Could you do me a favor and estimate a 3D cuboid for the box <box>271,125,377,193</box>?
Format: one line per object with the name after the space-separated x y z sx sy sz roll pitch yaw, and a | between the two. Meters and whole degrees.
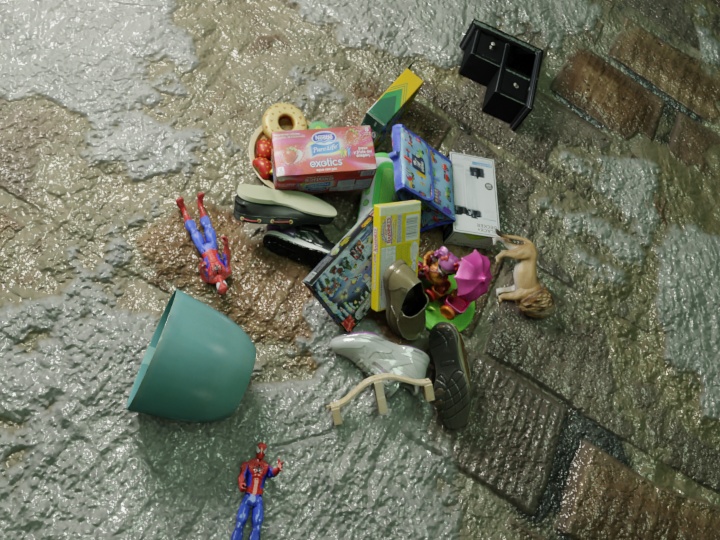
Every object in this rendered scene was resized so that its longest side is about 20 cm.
-0.075 -0.214 1.228 0.197 0.100 0.097 -6 75 -10 | box

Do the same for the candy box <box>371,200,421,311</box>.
0.068 -0.028 1.194 0.101 0.026 0.203 -9 110 -33 | candy box

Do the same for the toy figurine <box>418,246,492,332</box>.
0.176 0.009 1.230 0.200 0.184 0.150 42 62 4 | toy figurine

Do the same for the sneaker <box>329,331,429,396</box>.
0.035 0.176 1.174 0.197 0.075 0.101 17 67 -9 | sneaker

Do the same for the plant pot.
-0.267 0.155 1.027 0.159 0.200 0.203 25 62 -18 | plant pot

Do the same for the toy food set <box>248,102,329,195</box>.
-0.135 -0.247 1.318 0.196 0.049 0.202 27 62 -5 | toy food set

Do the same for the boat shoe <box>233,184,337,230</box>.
-0.143 -0.114 1.196 0.198 0.064 0.074 7 31 -23 | boat shoe

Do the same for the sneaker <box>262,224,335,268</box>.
-0.086 -0.058 1.240 0.198 0.076 0.088 25 57 -6 | sneaker

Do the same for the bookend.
0.331 -0.483 1.544 0.197 0.092 0.201 22 63 -6 | bookend

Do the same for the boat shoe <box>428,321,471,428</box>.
0.183 0.199 1.209 0.074 0.075 0.204 4 81 -62 | boat shoe

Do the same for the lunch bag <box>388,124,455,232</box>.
0.111 -0.195 1.293 0.199 0.093 0.153 32 51 -50 | lunch bag

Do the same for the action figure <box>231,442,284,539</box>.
-0.171 0.377 1.013 0.064 0.099 0.203 12 62 -13 | action figure

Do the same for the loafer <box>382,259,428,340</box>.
0.089 0.070 1.177 0.076 0.201 0.067 -35 47 -14 | loafer

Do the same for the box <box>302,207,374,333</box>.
0.000 0.000 1.197 0.200 0.040 0.137 -48 124 -16 | box

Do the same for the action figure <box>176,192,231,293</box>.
-0.283 -0.057 1.156 0.064 0.099 0.202 -17 76 -22 | action figure

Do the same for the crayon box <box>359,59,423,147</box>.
0.067 -0.356 1.386 0.051 0.126 0.201 36 62 0 | crayon box

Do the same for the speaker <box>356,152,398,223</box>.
0.038 -0.142 1.308 0.087 0.089 0.203 14 64 -11 | speaker

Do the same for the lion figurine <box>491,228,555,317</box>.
0.344 0.005 1.318 0.120 0.073 0.203 -6 105 6 | lion figurine

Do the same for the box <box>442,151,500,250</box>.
0.242 -0.155 1.392 0.115 0.060 0.203 9 65 -14 | box

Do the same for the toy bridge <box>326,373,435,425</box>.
0.034 0.225 1.139 0.197 0.027 0.068 -12 102 -7 | toy bridge
